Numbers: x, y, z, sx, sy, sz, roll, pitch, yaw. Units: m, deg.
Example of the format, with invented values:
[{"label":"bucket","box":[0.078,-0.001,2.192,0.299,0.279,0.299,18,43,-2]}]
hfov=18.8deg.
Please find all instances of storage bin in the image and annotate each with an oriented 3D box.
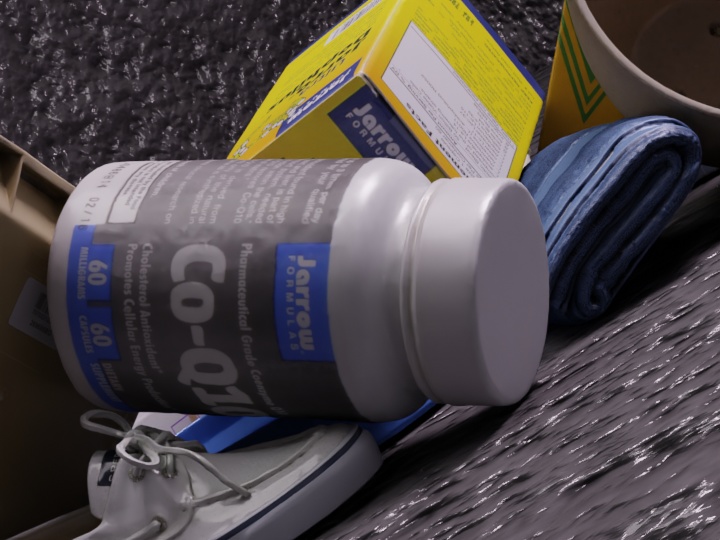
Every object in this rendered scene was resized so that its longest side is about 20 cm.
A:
[{"label":"storage bin","box":[-0.194,0.045,0.981,0.093,0.200,0.200,16,77,31]}]

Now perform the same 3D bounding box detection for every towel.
[{"label":"towel","box":[0.105,-0.028,1.086,0.112,0.048,0.200,-53,6,-4]}]

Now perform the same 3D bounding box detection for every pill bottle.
[{"label":"pill bottle","box":[-0.025,0.008,0.949,0.199,0.115,0.114,0,18,25]}]

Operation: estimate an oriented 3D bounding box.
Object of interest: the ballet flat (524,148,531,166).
[{"label":"ballet flat","box":[0.087,-0.047,1.397,0.200,0.067,0.076,-49,-23,-82]}]

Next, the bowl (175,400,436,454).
[{"label":"bowl","box":[-0.032,0.076,1.081,0.200,0.040,0.201,-31,4,3]}]

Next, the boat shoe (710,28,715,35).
[{"label":"boat shoe","box":[0.205,-0.136,1.376,0.072,0.072,0.200,-42,-22,-12]}]

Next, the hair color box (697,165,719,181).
[{"label":"hair color box","box":[0.263,-0.128,1.273,0.199,0.061,0.099,-30,4,13]}]

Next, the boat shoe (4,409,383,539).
[{"label":"boat shoe","box":[-0.093,0.098,0.932,0.201,0.086,0.075,-28,6,13]}]

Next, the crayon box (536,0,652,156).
[{"label":"crayon box","box":[0.141,-0.127,1.267,0.050,0.201,0.127,11,13,7]}]

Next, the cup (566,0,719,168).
[{"label":"cup","box":[0.196,-0.131,1.122,0.200,0.201,0.143,-31,-21,-14]}]

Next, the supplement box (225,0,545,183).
[{"label":"supplement box","box":[0.013,-0.068,1.152,0.109,0.109,0.200,-36,13,24]}]

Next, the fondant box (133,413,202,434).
[{"label":"fondant box","box":[-0.149,0.124,1.208,0.144,0.058,0.200,-28,6,36]}]
